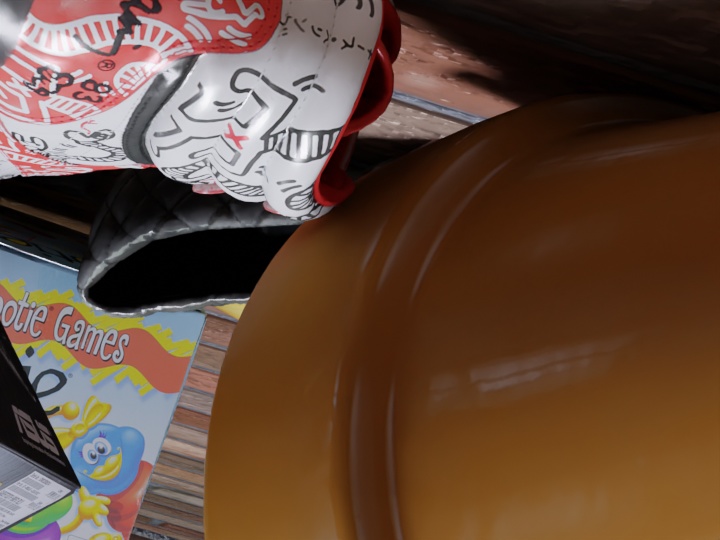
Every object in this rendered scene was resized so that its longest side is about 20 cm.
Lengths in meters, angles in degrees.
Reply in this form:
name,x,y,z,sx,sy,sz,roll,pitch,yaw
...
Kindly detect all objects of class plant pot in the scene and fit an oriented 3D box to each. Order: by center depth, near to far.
name,x,y,z,sx,sy,sz,roll,pitch,yaw
plant pot,0.098,0.042,0.623,0.200,0.201,0.183,21,153,-30

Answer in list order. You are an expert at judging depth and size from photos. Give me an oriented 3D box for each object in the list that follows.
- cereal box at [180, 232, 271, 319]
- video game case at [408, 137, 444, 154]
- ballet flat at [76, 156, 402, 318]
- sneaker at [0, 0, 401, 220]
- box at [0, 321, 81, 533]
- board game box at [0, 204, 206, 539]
name,x,y,z,sx,sy,sz,roll,pitch,yaw
cereal box,0.050,0.018,0.935,0.199,0.040,0.144,9,167,36
video game case,0.073,0.076,0.723,0.143,0.201,0.017,13,157,-33
ballet flat,0.000,0.000,0.842,0.200,0.057,0.066,5,148,42
sneaker,-0.055,-0.042,0.684,0.108,0.067,0.201,19,167,-9
box,-0.147,-0.014,0.748,0.048,0.159,0.200,-27,165,2
board game box,-0.129,0.035,1.009,0.105,0.103,0.200,19,-178,-11
